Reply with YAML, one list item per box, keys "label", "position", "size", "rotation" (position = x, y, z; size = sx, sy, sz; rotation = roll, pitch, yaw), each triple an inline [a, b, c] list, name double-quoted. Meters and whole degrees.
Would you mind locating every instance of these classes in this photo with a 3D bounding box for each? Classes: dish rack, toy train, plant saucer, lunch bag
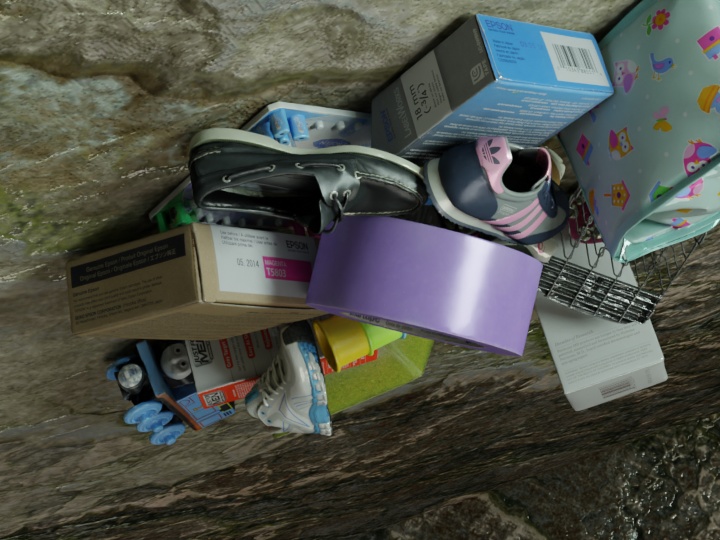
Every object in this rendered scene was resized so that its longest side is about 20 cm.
- label: "dish rack"
  position: [0.262, -0.036, 1.330]
  size: [0.153, 0.055, 0.201]
  rotation: [21, 130, -3]
- label: "toy train"
  position: [-0.218, 0.135, 1.542]
  size: [0.114, 0.087, 0.200]
  rotation: [-26, 159, -2]
- label: "plant saucer"
  position: [-0.009, 0.096, 1.550]
  size: [0.199, 0.048, 0.200]
  rotation: [-25, -165, 21]
- label: "lunch bag"
  position: [0.257, -0.121, 1.103]
  size: [0.122, 0.171, 0.200]
  rotation: [4, 147, -44]

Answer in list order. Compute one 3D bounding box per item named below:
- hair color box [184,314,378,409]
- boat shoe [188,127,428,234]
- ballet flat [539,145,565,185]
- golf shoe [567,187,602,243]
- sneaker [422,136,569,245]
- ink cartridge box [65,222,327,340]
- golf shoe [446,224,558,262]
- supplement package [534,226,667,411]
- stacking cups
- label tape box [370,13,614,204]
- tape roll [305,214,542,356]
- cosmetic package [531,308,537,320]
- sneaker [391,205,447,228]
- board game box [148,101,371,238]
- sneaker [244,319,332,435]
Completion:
- label: "hair color box"
  position: [-0.089, 0.069, 1.435]
  size: [0.199, 0.102, 0.061]
  rotation: [-15, 158, -6]
- label: "boat shoe"
  position: [-0.041, -0.061, 1.057]
  size: [0.198, 0.066, 0.075]
  rotation: [12, 145, -13]
- label: "ballet flat"
  position: [0.168, -0.091, 1.302]
  size: [0.063, 0.069, 0.200]
  rotation: [-38, 168, -10]
- label: "golf shoe"
  position: [0.299, -0.086, 1.393]
  size: [0.091, 0.076, 0.200]
  rotation: [-7, 159, -37]
- label: "sneaker"
  position: [0.139, -0.068, 1.111]
  size: [0.082, 0.071, 0.200]
  rotation: [-26, 162, 33]
- label: "ink cartridge box"
  position: [-0.143, 0.015, 1.226]
  size: [0.164, 0.076, 0.200]
  rotation: [-15, 167, 33]
- label: "golf shoe"
  position: [0.131, -0.034, 1.275]
  size: [0.077, 0.088, 0.200]
  rotation: [-58, -177, 2]
- label: "supplement package"
  position: [0.259, 0.039, 1.500]
  size: [0.117, 0.201, 0.117]
  rotation: [-20, 161, 10]
- label: "stacking cups"
  position: [0.052, 0.040, 1.382]
  size: [0.199, 0.061, 0.061]
  rotation: [-24, 162, -11]
- label: "label tape box"
  position: [0.088, -0.128, 1.107]
  size: [0.144, 0.064, 0.200]
  rotation: [0, 156, -41]
- label: "tape roll"
  position: [0.056, 0.013, 1.176]
  size: [0.199, 0.085, 0.200]
  rotation: [13, 175, 1]
- label: "cosmetic package"
  position: [0.133, 0.020, 1.536]
  size: [0.103, 0.073, 0.200]
  rotation: [-23, 161, 16]
- label: "sneaker"
  position: [0.000, 0.001, 1.375]
  size: [0.199, 0.073, 0.114]
  rotation: [-20, 164, 8]
- label: "board game box"
  position: [-0.055, -0.078, 1.178]
  size: [0.199, 0.026, 0.200]
  rotation: [1, 153, -43]
- label: "sneaker"
  position: [-0.077, 0.122, 1.356]
  size: [0.086, 0.075, 0.200]
  rotation: [-10, 146, -4]
